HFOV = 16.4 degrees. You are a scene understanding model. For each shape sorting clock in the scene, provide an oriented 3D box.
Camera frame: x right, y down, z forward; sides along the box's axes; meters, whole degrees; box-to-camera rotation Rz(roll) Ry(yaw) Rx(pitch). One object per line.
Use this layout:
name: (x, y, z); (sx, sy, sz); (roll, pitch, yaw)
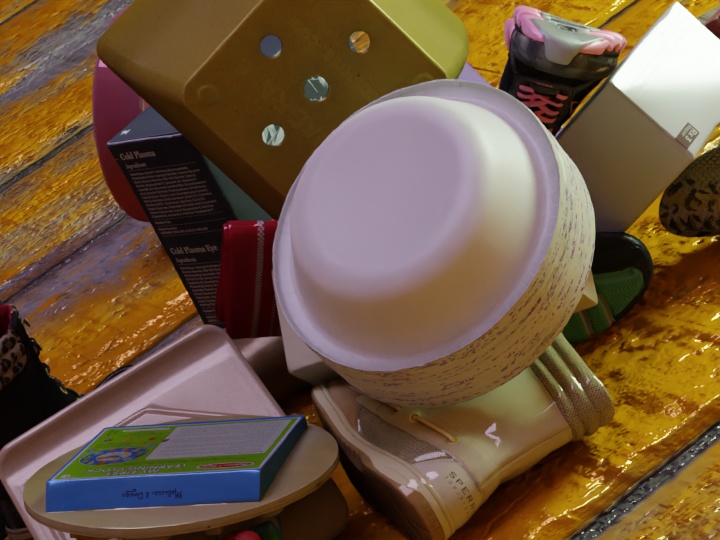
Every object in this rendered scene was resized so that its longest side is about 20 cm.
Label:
shape sorting clock: (-0.111, 0.129, 1.556); (0.198, 0.040, 0.200); (-6, 11, 1)

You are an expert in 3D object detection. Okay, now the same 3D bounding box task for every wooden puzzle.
wooden puzzle: (-0.125, 0.148, 1.650); (0.184, 0.037, 0.200); (-32, 50, -8)

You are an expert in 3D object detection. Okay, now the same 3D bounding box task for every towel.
towel: (0.000, 0.000, 1.709); (0.198, 0.145, 0.023); (-3, 61, -6)

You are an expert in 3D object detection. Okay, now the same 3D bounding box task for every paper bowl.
paper bowl: (0.037, -0.025, 1.540); (0.199, 0.104, 0.202); (-13, 59, 23)

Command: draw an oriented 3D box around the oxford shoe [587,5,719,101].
oxford shoe: (0.241, -0.145, 1.926); (0.199, 0.071, 0.075); (-31, 6, -22)

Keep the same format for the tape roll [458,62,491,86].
tape roll: (0.035, -0.058, 1.847); (0.200, 0.085, 0.200); (-47, 8, 8)

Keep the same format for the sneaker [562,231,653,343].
sneaker: (0.103, 0.021, 1.699); (0.199, 0.075, 0.088); (-26, 16, 8)

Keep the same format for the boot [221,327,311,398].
boot: (-0.088, 0.109, 1.758); (0.174, 0.066, 0.200); (-22, 24, 26)

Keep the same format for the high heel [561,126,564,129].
high heel: (0.104, -0.074, 1.956); (0.200, 0.067, 0.097); (11, 67, 58)

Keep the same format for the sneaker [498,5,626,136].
sneaker: (0.122, -0.120, 1.648); (0.200, 0.078, 0.096); (-32, -40, -88)

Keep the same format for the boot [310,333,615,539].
boot: (0.062, 0.088, 1.589); (0.155, 0.073, 0.200); (-33, 23, -10)

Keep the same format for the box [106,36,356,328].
box: (-0.072, -0.082, 1.995); (0.104, 0.183, 0.200); (-6, 31, 44)

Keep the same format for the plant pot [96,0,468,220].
plant pot: (-0.042, -0.143, 1.721); (0.200, 0.200, 0.176); (-46, 18, 4)

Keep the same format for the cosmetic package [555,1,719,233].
cosmetic package: (0.172, -0.077, 1.706); (0.113, 0.081, 0.200); (-49, -2, -43)

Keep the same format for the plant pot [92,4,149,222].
plant pot: (-0.116, -0.144, 2.208); (0.178, 0.201, 0.200); (-2, 30, 22)

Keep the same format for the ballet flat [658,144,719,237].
ballet flat: (0.294, -0.069, 1.672); (0.199, 0.072, 0.072); (-27, 21, 8)

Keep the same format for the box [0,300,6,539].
box: (-0.306, 0.123, 1.853); (0.044, 0.161, 0.200); (-13, 25, 37)

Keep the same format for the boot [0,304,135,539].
boot: (-0.230, 0.091, 1.840); (0.073, 0.151, 0.200); (-12, 26, 36)

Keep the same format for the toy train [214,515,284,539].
toy train: (-0.127, 0.214, 1.524); (0.199, 0.085, 0.116); (-28, 21, 3)

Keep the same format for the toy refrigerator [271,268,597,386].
toy refrigerator: (0.048, 0.011, 1.632); (0.199, 0.076, 0.070); (-20, -22, 21)
